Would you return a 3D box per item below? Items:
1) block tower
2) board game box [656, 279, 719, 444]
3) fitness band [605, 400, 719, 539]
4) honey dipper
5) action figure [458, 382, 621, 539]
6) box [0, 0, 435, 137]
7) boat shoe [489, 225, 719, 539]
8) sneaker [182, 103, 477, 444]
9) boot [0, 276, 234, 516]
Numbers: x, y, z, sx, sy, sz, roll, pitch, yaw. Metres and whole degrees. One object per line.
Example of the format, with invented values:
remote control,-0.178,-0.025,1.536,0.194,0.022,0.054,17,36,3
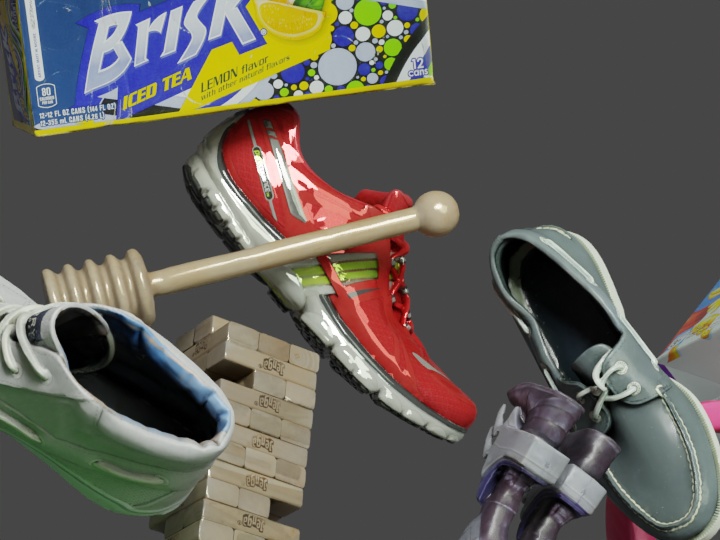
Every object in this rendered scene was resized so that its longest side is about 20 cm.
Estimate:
block tower,-0.063,0.119,0.905,0.058,0.054,0.200,22,56,-28
board game box,0.284,0.023,1.192,0.103,0.105,0.200,52,47,-6
fitness band,0.222,0.166,1.091,0.144,0.037,0.200,-35,91,-24
honey dipper,-0.048,-0.004,0.925,0.200,0.038,0.038,-13,75,-10
action figure,0.063,0.159,0.976,0.130,0.069,0.200,42,65,-26
box,-0.069,-0.113,0.947,0.200,0.064,0.070,-10,102,-19
boat shoe,0.126,0.059,1.050,0.062,0.073,0.200,18,40,-54
sneaker,0.000,0.000,0.977,0.085,0.077,0.200,-41,99,-5
boot,-0.144,0.028,0.840,0.200,0.096,0.074,32,58,-9
